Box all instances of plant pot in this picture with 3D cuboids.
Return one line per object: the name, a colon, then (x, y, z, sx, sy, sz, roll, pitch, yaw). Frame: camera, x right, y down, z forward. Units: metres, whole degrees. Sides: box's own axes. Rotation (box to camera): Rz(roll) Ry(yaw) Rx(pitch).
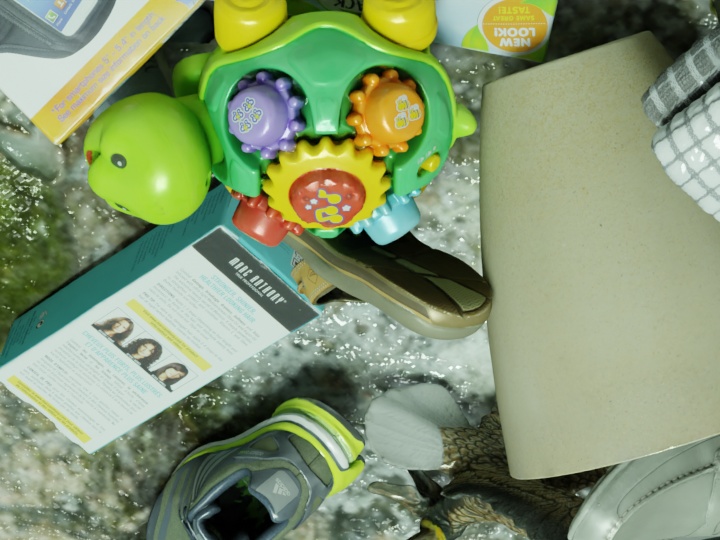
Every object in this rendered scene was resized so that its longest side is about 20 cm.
plant pot: (0.138, -0.016, 1.469, 0.187, 0.187, 0.200, -16, 92, 21)

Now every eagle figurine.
eagle figurine: (0.111, 0.125, 1.619, 0.151, 0.152, 0.200, 5, 161, -44)

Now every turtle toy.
turtle toy: (-0.040, -0.068, 1.436, 0.199, 0.101, 0.146, -1, 138, 0)

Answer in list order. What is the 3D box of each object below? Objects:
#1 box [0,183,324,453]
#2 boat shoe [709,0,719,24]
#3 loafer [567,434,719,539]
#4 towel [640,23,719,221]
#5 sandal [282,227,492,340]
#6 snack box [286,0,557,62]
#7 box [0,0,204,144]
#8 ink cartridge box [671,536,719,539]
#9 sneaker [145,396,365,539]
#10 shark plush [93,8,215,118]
box: (-0.114, 0.027, 1.620, 0.200, 0.049, 0.082, -31, 119, 34)
boat shoe: (0.206, -0.153, 1.417, 0.060, 0.072, 0.202, 19, 142, 12)
loafer: (0.194, 0.113, 1.524, 0.070, 0.200, 0.070, 48, 140, 23)
towel: (0.261, -0.074, 1.391, 0.200, 0.086, 0.166, 31, 125, -32)
sandal: (0.000, 0.000, 1.500, 0.080, 0.200, 0.054, -5, 116, -30)
snack box: (0.010, -0.192, 1.430, 0.199, 0.053, 0.142, 11, 131, 0)
box: (-0.179, -0.175, 1.416, 0.119, 0.041, 0.200, -44, 98, 10)
ink cartridge box: (0.223, 0.223, 1.638, 0.068, 0.200, 0.116, -10, 127, 17)
sneaker: (-0.080, 0.140, 1.673, 0.074, 0.081, 0.200, 48, 140, -1)
shark plush: (-0.151, -0.138, 1.479, 0.091, 0.083, 0.200, -20, 123, 23)
